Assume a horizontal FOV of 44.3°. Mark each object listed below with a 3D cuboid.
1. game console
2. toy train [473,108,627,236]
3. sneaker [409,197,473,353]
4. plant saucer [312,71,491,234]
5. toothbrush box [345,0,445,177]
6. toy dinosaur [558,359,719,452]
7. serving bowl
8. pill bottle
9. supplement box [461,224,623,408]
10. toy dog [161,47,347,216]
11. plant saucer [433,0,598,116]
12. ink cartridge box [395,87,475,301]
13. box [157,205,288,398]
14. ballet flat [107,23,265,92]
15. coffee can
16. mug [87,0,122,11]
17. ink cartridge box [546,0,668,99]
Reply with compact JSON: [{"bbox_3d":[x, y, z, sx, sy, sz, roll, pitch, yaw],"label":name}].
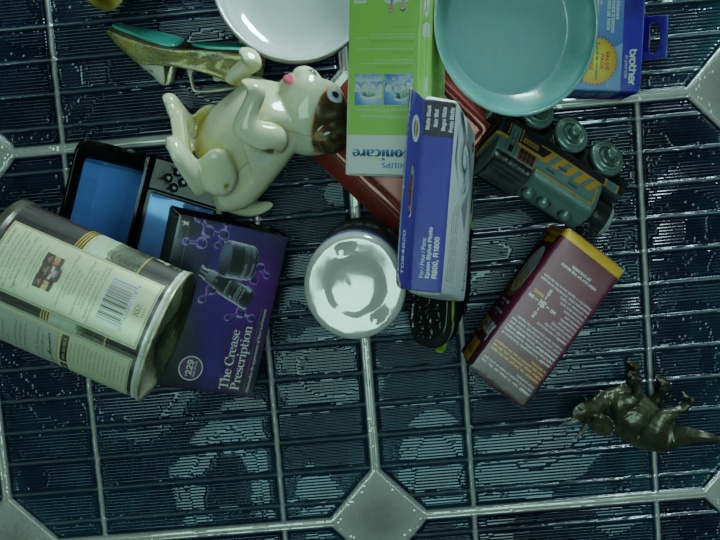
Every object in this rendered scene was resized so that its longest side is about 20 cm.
[{"bbox_3d":[-0.266,-0.035,1.070,0.172,0.116,0.205,16,96,0],"label":"game console"},{"bbox_3d":[0.225,-0.122,1.049,0.197,0.085,0.116,31,63,-10],"label":"toy train"},{"bbox_3d":[0.103,-0.002,1.091,0.070,0.082,0.205,13,93,28],"label":"sneaker"},{"bbox_3d":[0.054,-0.168,1.093,0.200,0.037,0.200,42,95,-4],"label":"plant saucer"},{"bbox_3d":[0.043,-0.207,0.991,0.084,0.145,0.206,2,96,16],"label":"toothbrush box"},{"bbox_3d":[0.353,0.182,1.112,0.196,0.077,0.104,22,107,-6],"label":"toy dinosaur"},{"bbox_3d":[-0.078,-0.339,1.055,0.195,0.066,0.206,0,84,-3],"label":"serving bowl"},{"bbox_3d":[0.000,0.000,1.023,0.111,0.200,0.117,1,100,3],"label":"pill bottle"},{"bbox_3d":[0.215,0.052,1.073,0.085,0.110,0.202,35,95,-2],"label":"supplement box"},{"bbox_3d":[-0.106,-0.155,1.022,0.197,0.141,0.196,-25,122,6],"label":"toy dog"},{"bbox_3d":[0.170,-0.275,0.990,0.195,0.036,0.206,-1,96,-13],"label":"plant saucer"},{"bbox_3d":[0.086,-0.072,0.947,0.040,0.200,0.205,3,87,17],"label":"ink cartridge box"},{"bbox_3d":[-0.180,0.039,1.073,0.138,0.079,0.205,11,97,-20],"label":"box"},{"bbox_3d":[-0.214,-0.253,1.078,0.195,0.071,0.073,9,96,0],"label":"ballet flat"},{"bbox_3d":[-0.295,0.033,0.944,0.196,0.146,0.149,23,95,0],"label":"coffee can"},{"bbox_3d":[-0.251,-0.404,1.016,0.183,0.153,0.153,-20,95,3],"label":"mug"},{"bbox_3d":[0.264,-0.279,1.060,0.195,0.076,0.140,1,96,-1],"label":"ink cartridge box"}]
